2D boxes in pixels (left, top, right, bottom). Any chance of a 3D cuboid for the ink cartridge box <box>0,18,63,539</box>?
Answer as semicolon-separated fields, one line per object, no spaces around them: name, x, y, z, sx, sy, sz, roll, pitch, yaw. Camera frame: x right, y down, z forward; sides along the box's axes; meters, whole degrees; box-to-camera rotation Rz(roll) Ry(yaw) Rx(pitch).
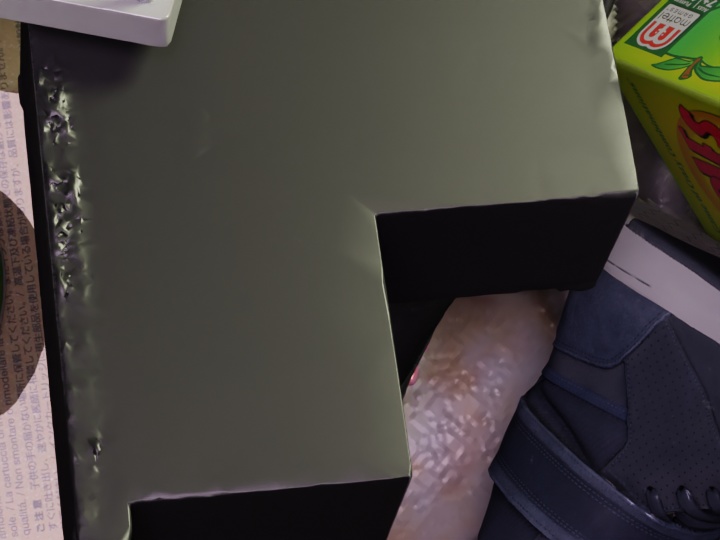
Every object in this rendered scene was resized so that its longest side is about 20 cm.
ink cartridge box;-0.162;0.008;0.922;0.164;0.075;0.201;-8;88;1

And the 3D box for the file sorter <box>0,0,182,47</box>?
file sorter;-0.138;-0.172;0.777;0.199;0.125;0.139;11;54;2

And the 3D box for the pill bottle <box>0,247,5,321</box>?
pill bottle;-0.173;0.000;0.785;0.110;0.200;0.112;0;87;1

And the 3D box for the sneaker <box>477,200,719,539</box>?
sneaker;0.125;0.085;0.874;0.202;0.077;0.147;37;104;42

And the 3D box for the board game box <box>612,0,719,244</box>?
board game box;0.171;-0.024;0.846;0.048;0.200;0.102;-43;124;-11

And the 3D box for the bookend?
bookend;0.000;0.000;0.823;0.199;0.092;0.200;-5;68;-9

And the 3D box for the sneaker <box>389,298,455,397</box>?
sneaker;0.000;0.013;0.927;0.079;0.096;0.200;28;65;35
